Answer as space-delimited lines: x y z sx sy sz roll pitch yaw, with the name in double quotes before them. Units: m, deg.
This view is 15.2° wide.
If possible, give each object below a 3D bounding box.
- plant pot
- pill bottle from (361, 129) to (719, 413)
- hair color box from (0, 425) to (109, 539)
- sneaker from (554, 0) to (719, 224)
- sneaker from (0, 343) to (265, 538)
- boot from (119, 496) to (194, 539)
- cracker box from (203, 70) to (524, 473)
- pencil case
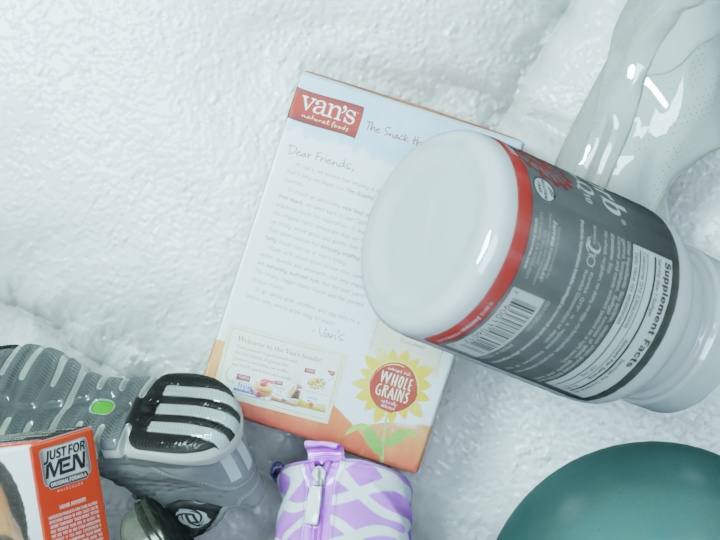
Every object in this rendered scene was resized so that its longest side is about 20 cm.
"plant pot" 0.167 0.202 1.496 0.200 0.161 0.201 0 92 1
"pill bottle" 0.108 0.007 1.476 0.200 0.116 0.116 22 92 -36
"hair color box" -0.185 0.191 1.474 0.101 0.061 0.200 -8 93 32
"sneaker" 0.188 -0.113 1.541 0.088 0.075 0.200 25 98 -12
"sneaker" -0.143 0.109 1.545 0.200 0.116 0.075 9 54 31
"boot" -0.126 0.233 1.520 0.130 0.068 0.200 -24 118 0
"cracker box" 0.000 0.000 1.546 0.134 0.058 0.200 18 93 0
"pencil case" -0.016 0.197 1.500 0.084 0.086 0.200 -2 62 11
